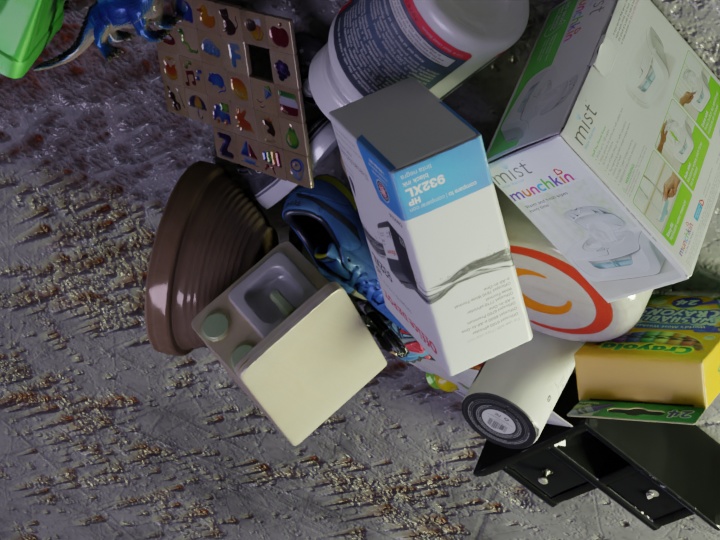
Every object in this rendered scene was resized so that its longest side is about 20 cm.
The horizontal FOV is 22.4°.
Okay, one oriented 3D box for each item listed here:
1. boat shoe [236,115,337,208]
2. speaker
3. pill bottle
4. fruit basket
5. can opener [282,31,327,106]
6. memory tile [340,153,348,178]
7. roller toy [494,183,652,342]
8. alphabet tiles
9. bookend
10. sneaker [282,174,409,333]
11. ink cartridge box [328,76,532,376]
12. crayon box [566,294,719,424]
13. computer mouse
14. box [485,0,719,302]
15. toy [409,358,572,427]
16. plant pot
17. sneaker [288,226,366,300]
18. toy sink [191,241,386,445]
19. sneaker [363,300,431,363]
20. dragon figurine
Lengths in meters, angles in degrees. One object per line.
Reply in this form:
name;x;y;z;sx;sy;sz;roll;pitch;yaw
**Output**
boat shoe;-0.074;-0.118;1.769;0.066;0.070;0.200;45;160;-5
speaker;0.174;0.072;1.753;0.081;0.200;0.081;21;145;16
pill bottle;0.042;-0.200;1.566;0.119;0.120;0.200;37;142;-15
fruit basket;-0.392;-0.263;1.746;0.215;0.156;0.216;7;125;10
can opener;0.010;-0.162;1.691;0.200;0.079;0.063;27;118;-11
memory tile;0.054;-0.059;1.638;0.154;0.017;0.200;62;156;-6
roller toy;0.189;-0.036;1.662;0.200;0.140;0.182;-5;139;48
alphabet tiles;-0.123;-0.176;1.714;0.200;0.008;0.168;21;129;40
bookend;0.264;0.212;1.959;0.199;0.092;0.200;38;143;-16
sneaker;0.000;0.000;1.750;0.200;0.078;0.066;48;130;-5
ink cartridge box;0.058;-0.036;1.496;0.145;0.084;0.200;47;158;57
crayon box;0.284;0.078;1.695;0.125;0.200;0.052;2;111;29
computer mouse;-0.003;0.058;1.897;0.059;0.034;0.200;56;170;-23
box;0.214;-0.110;1.504;0.176;0.200;0.097;43;141;-23
toy;0.135;0.110;1.912;0.115;0.047;0.200;33;165;-25
plant pot;-0.142;-0.005;1.852;0.092;0.201;0.201;13;142;13
sneaker;-0.014;-0.044;1.826;0.111;0.077;0.200;19;151;-6
toy sink;-0.076;0.062;1.777;0.112;0.130;0.200;45;173;27
sneaker;0.076;0.034;1.869;0.096;0.079;0.200;43;140;-19
dragon figurine;-0.234;-0.254;1.696;0.200;0.059;0.100;-14;116;30
